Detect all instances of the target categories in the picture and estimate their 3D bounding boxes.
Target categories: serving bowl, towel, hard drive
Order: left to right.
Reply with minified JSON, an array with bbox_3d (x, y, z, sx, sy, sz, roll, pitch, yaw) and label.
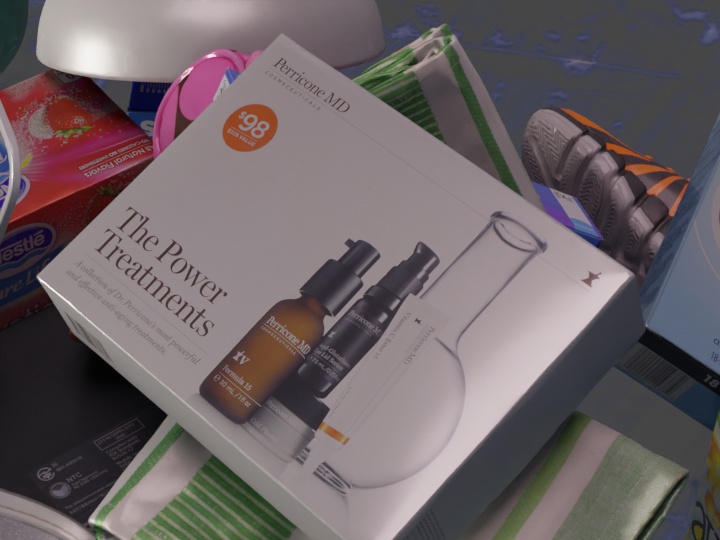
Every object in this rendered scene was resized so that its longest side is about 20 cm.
[{"bbox_3d":[-0.131,0.096,0.966,0.139,0.033,0.200,-28,51,-28],"label":"hard drive"},{"bbox_3d":[-0.085,-0.155,1.089,0.198,0.066,0.200,0,17,0],"label":"serving bowl"},{"bbox_3d":[-0.012,-0.003,0.893,0.199,0.153,0.023,-32,31,0],"label":"towel"},{"bbox_3d":[0.006,0.094,0.772,0.199,0.023,0.153,27,69,28],"label":"towel"}]

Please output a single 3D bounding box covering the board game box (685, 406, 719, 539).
[{"bbox_3d":[0.218,0.105,0.850,0.104,0.201,0.103,-7,44,-12],"label":"board game box"}]

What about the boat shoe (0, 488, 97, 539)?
[{"bbox_3d":[-0.192,0.139,0.866,0.200,0.075,0.065,1,53,28],"label":"boat shoe"}]

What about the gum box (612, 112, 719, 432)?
[{"bbox_3d":[0.238,0.013,1.004,0.169,0.045,0.201,33,54,-4],"label":"gum box"}]

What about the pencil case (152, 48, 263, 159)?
[{"bbox_3d":[-0.008,-0.046,1.015,0.199,0.094,0.091,21,34,-36],"label":"pencil case"}]

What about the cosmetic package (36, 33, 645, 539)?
[{"bbox_3d":[-0.010,0.013,0.773,0.200,0.052,0.151,36,72,29],"label":"cosmetic package"}]

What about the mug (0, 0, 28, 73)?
[{"bbox_3d":[-0.283,-0.159,1.171,0.151,0.115,0.186,10,44,7],"label":"mug"}]

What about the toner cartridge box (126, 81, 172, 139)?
[{"bbox_3d":[-0.091,-0.144,1.217,0.094,0.043,0.201,2,43,0],"label":"toner cartridge box"}]

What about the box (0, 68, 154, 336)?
[{"bbox_3d":[-0.208,-0.018,1.037,0.199,0.096,0.100,-27,52,-28],"label":"box"}]

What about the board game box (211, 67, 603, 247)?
[{"bbox_3d":[0.000,0.000,0.942,0.199,0.135,0.045,19,23,-24],"label":"board game box"}]

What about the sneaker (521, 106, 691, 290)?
[{"bbox_3d":[0.185,-0.029,1.096,0.111,0.078,0.200,-24,60,-31],"label":"sneaker"}]

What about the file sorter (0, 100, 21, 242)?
[{"bbox_3d":[-0.269,-0.048,0.868,0.199,0.125,0.139,-1,48,-35],"label":"file sorter"}]

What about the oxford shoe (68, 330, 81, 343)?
[{"bbox_3d":[-0.079,-0.001,1.023,0.073,0.071,0.200,40,36,9],"label":"oxford shoe"}]
